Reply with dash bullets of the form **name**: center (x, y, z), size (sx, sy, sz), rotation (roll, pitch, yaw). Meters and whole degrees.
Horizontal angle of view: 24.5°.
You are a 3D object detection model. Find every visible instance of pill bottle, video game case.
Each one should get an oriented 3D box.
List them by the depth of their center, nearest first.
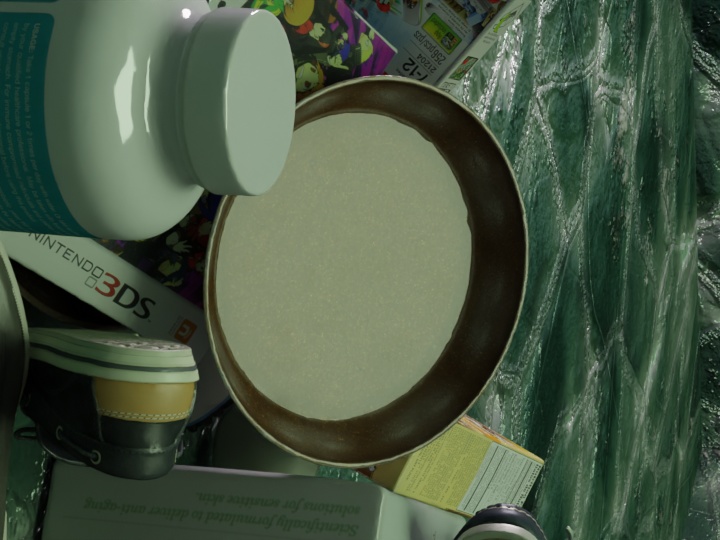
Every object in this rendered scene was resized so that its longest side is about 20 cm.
- **pill bottle**: center (-0.129, -0.070, 0.650), size (0.111, 0.198, 0.112), rotation (5, 90, -70)
- **video game case**: center (-0.091, -0.074, 0.807), size (0.181, 0.036, 0.201), rotation (37, 84, -47)

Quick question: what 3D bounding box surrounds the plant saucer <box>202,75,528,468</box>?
- **plant saucer**: center (0.000, 0.000, 0.853), size (0.199, 0.034, 0.202), rotation (-7, 102, -34)

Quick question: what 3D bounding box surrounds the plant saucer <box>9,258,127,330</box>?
- **plant saucer**: center (-0.113, -0.069, 0.841), size (0.199, 0.037, 0.202), rotation (-21, 124, -34)

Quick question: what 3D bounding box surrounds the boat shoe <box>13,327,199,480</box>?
- **boat shoe**: center (-0.126, 0.058, 0.767), size (0.200, 0.074, 0.063), rotation (-175, -92, -66)

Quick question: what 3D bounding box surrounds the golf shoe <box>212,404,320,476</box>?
- **golf shoe**: center (-0.048, 0.068, 1.053), size (0.097, 0.078, 0.201), rotation (55, 54, -81)

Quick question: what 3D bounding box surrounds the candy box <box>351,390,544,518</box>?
- **candy box**: center (0.025, 0.098, 1.006), size (0.056, 0.115, 0.200), rotation (-61, 152, 0)

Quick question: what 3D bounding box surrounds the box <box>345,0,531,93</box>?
- **box**: center (-0.012, -0.179, 0.928), size (0.110, 0.200, 0.035), rotation (-48, 168, 15)

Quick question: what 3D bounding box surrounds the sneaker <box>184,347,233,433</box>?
- **sneaker**: center (-0.083, 0.006, 1.022), size (0.072, 0.072, 0.201), rotation (42, 54, -34)

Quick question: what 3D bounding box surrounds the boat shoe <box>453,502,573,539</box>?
- **boat shoe**: center (0.085, 0.183, 0.921), size (0.201, 0.074, 0.062), rotation (74, 27, -46)

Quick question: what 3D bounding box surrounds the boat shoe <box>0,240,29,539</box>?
- **boat shoe**: center (-0.186, 0.067, 0.723), size (0.057, 0.066, 0.202), rotation (-43, 138, -69)

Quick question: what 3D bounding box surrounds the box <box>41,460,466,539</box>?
- **box**: center (-0.063, 0.216, 0.911), size (0.171, 0.197, 0.202), rotation (35, 60, -68)
